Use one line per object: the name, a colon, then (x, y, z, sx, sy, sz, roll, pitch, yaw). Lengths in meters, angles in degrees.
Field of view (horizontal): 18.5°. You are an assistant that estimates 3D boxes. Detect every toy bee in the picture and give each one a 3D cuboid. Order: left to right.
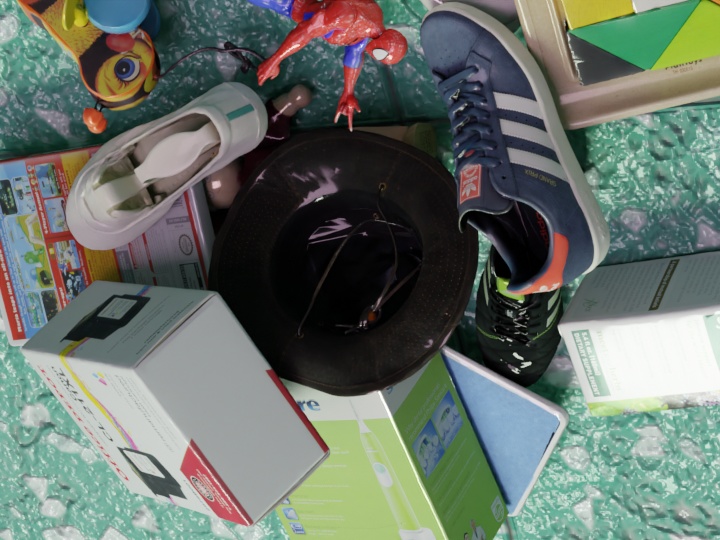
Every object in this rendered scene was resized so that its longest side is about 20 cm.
toy bee: (-0.181, -0.159, 1.548, 0.200, 0.109, 0.131, 30, 170, 30)

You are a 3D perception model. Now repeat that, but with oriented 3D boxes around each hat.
hat: (0.000, 0.000, 1.521, 0.200, 0.081, 0.201, -7, 73, 23)

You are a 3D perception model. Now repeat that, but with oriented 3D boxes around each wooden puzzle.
wooden puzzle: (0.185, -0.192, 1.380, 0.185, 0.037, 0.200, -13, 120, 11)

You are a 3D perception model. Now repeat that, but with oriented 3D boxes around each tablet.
tablet: (0.049, 0.099, 1.643, 0.200, 0.014, 0.130, 29, 135, 7)

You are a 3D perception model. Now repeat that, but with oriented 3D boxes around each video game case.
video game case: (-0.196, -0.021, 1.637, 0.200, 0.017, 0.143, -7, 102, 30)

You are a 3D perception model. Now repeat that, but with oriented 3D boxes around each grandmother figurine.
grandmother figurine: (-0.044, -0.072, 1.585, 0.200, 0.061, 0.121, -4, 92, 24)

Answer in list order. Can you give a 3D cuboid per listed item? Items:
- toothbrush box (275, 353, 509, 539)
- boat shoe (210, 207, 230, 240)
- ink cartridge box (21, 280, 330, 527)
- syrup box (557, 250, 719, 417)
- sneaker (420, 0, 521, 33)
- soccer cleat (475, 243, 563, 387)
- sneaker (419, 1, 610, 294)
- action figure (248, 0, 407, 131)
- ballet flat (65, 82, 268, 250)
toothbrush box: (0.001, 0.130, 1.627, 0.145, 0.086, 0.200, -4, 124, 35)
boat shoe: (-0.111, -0.015, 1.646, 0.200, 0.070, 0.070, 20, 120, 22)
ink cartridge box: (-0.132, 0.090, 1.535, 0.146, 0.083, 0.200, 55, 157, -20)
syrup box: (0.247, 0.039, 1.509, 0.200, 0.081, 0.079, -7, 118, 29)
sneaker: (0.023, -0.223, 1.439, 0.200, 0.075, 0.089, 20, 154, 0)
soccer cleat: (0.112, 0.008, 1.551, 0.067, 0.081, 0.200, 17, 125, 14)
sneaker: (0.084, -0.076, 1.421, 0.075, 0.084, 0.200, -28, 93, 53)
action figure: (-0.060, -0.161, 1.499, 0.200, 0.065, 0.099, 23, 105, 25)
ballet flat: (-0.151, -0.070, 1.549, 0.200, 0.069, 0.069, -31, 104, 32)
